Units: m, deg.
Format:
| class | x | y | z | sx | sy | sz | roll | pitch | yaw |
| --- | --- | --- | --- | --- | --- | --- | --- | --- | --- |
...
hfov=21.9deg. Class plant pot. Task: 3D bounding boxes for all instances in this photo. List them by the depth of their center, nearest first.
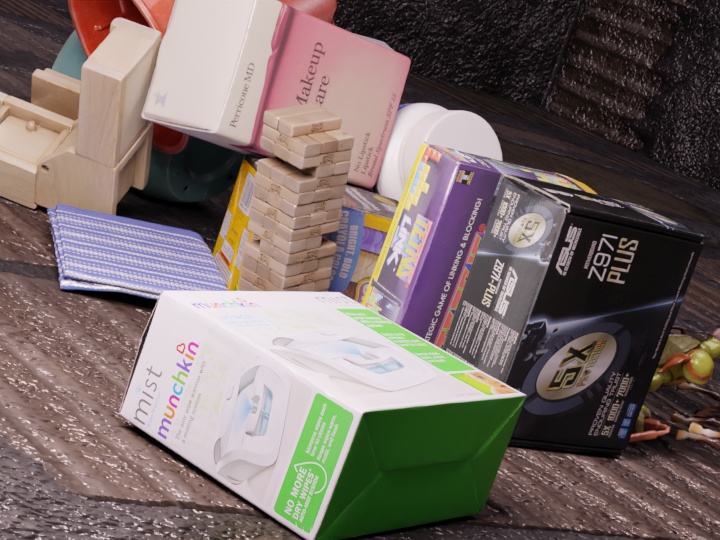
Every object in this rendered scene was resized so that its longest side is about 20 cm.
| class | x | y | z | sx | sy | sz | roll | pitch | yaw |
| --- | --- | --- | --- | --- | --- | --- | --- | --- | --- |
| plant pot | -0.141 | -0.243 | 1.750 | 0.195 | 0.201 | 0.201 | -32 | 38 | -23 |
| plant pot | -0.194 | -0.164 | 1.907 | 0.161 | 0.201 | 0.200 | 42 | 22 | 31 |

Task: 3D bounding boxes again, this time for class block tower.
| class | x | y | z | sx | sy | sz | roll | pitch | yaw |
| --- | --- | --- | --- | --- | --- | --- | --- | --- | --- |
| block tower | -0.055 | -0.027 | 1.478 | 0.058 | 0.201 | 0.054 | -13 | 31 | -41 |

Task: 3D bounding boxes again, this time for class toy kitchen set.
| class | x | y | z | sx | sy | sz | roll | pitch | yaw |
| --- | --- | --- | --- | --- | --- | --- | --- | --- | --- |
| toy kitchen set | -0.274 | -0.177 | 1.686 | 0.199 | 0.181 | 0.163 | 21 | 44 | 9 |

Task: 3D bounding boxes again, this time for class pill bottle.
| class | x | y | z | sx | sy | sz | roll | pitch | yaw |
| --- | --- | --- | --- | --- | --- | --- | --- | --- | --- |
| pill bottle | 0.036 | -0.100 | 1.750 | 0.113 | 0.114 | 0.200 | 12 | -5 | -34 |

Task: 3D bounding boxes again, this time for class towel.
| class | x | y | z | sx | sy | sz | roll | pitch | yaw |
| --- | --- | --- | --- | --- | --- | --- | --- | --- | --- |
| towel | -0.189 | -0.008 | 1.566 | 0.144 | 0.024 | 0.200 | 11 | 15 | -16 |

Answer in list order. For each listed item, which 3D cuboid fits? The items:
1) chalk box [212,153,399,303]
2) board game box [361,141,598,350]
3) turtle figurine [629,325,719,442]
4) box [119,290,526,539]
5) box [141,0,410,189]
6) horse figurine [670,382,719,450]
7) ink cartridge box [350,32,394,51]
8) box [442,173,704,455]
| class | x | y | z | sx | sy | sz | roll | pitch | yaw |
| --- | --- | --- | --- | --- | --- | --- | --- | --- | --- |
| chalk box | -0.018 | -0.005 | 1.613 | 0.199 | 0.124 | 0.124 | 17 | 10 | -17 |
| board game box | 0.091 | 0.007 | 1.539 | 0.165 | 0.201 | 0.057 | 8 | 17 | -41 |
| turtle figurine | 0.266 | 0.089 | 1.663 | 0.065 | 0.200 | 0.161 | 57 | -18 | -7 |
| box | -0.023 | 0.091 | 1.226 | 0.176 | 0.097 | 0.200 | 30 | 16 | 32 |
| box | -0.071 | -0.161 | 1.641 | 0.109 | 0.128 | 0.200 | 17 | 0 | 45 |
| horse figurine | 0.346 | 0.150 | 1.672 | 0.132 | 0.050 | 0.200 | 19 | 12 | 0 |
| ink cartridge box | -0.031 | -0.176 | 2.186 | 0.083 | 0.201 | 0.147 | 16 | 11 | -13 |
| box | 0.166 | 0.038 | 1.513 | 0.163 | 0.201 | 0.086 | 11 | 14 | -38 |
